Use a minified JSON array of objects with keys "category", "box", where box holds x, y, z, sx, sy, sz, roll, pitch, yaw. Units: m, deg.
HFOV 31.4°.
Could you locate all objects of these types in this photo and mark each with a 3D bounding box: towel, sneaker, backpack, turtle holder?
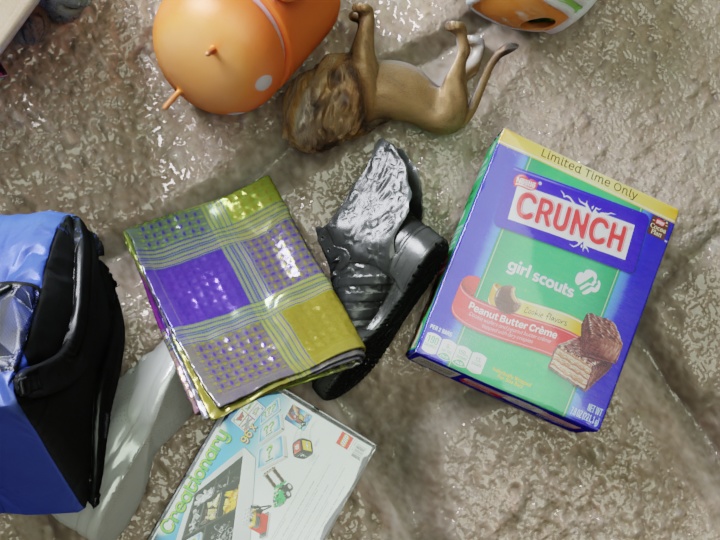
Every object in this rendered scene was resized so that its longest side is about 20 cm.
[{"category":"towel","box":[-0.094,0.018,1.016,0.142,0.023,0.201,-19,58,-16]},{"category":"sneaker","box":[-0.190,0.110,1.024,0.088,0.075,0.201,25,74,21]},{"category":"backpack","box":[-0.267,0.054,0.947,0.165,0.163,0.202,1,50,7]},{"category":"sneaker","box":[-0.001,0.000,1.059,0.104,0.060,0.201,40,100,23]},{"category":"turtle holder","box":[0.148,-0.285,1.086,0.131,0.141,0.186,41,40,-16]}]

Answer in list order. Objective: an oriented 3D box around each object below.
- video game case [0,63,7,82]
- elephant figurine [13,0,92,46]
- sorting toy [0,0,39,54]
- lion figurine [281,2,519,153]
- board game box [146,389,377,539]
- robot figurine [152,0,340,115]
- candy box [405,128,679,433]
[{"category":"video game case","box":[-0.393,-0.185,0.999,0.180,0.036,0.201,-33,88,22]},{"category":"elephant figurine","box":[-0.260,-0.263,0.980,0.154,0.200,0.143,22,80,-11]},{"category":"sorting toy","box":[-0.325,-0.212,0.926,0.200,0.036,0.186,-42,85,25]},{"category":"lion figurine","box":[0.034,-0.151,1.076,0.197,0.072,0.124,7,90,-11]},{"category":"board game box","box":[-0.089,0.197,1.038,0.125,0.035,0.201,31,81,-4]},{"category":"robot figurine","box":[-0.091,-0.201,1.022,0.142,0.118,0.201,10,43,25]},{"category":"candy box","box":[0.152,0.011,1.069,0.167,0.077,0.202,23,80,-4]}]
